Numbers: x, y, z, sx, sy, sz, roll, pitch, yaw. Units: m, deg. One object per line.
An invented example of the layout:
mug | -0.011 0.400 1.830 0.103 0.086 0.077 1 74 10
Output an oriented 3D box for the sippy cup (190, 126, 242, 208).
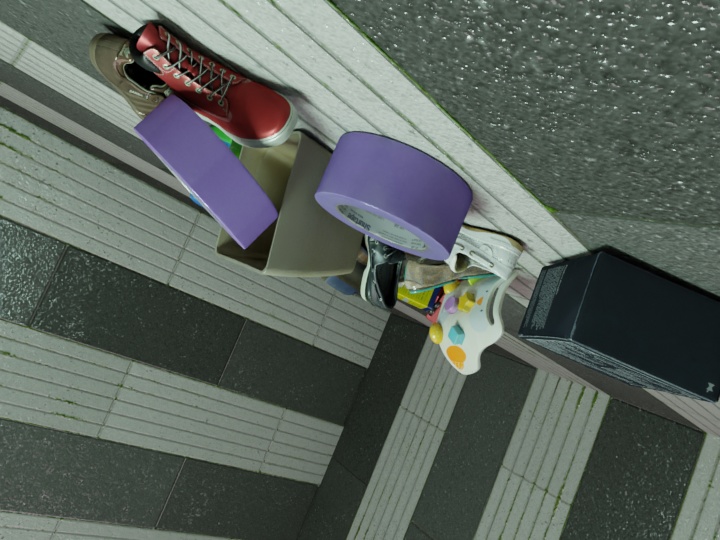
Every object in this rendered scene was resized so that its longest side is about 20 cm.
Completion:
sippy cup | -0.244 -0.170 1.016 0.137 0.133 0.178 22 174 21

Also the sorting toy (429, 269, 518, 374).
sorting toy | 0.225 0.072 1.029 0.105 0.203 0.180 26 158 -13

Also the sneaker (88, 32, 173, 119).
sneaker | -0.291 -0.252 0.789 0.074 0.072 0.200 20 173 23

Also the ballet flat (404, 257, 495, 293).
ballet flat | 0.166 -0.012 0.954 0.196 0.069 0.068 -11 -177 -19

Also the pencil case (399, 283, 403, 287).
pencil case | 0.022 -0.051 1.150 0.197 0.091 0.078 30 -177 -5

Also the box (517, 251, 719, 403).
box | 0.353 0.075 0.756 0.196 0.126 0.198 23 175 -1

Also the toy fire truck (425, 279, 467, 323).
toy fire truck | 0.210 0.056 1.272 0.048 0.141 0.201 34 135 3

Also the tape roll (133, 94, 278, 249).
tape roll | -0.195 -0.123 0.715 0.200 0.066 0.200 45 171 9

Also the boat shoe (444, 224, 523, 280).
boat shoe | 0.156 -0.033 0.877 0.198 0.071 0.070 19 174 46

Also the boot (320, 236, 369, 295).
boot | 0.000 0.000 1.030 0.075 0.096 0.199 59 -167 29

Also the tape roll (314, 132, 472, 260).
tape roll | 0.043 -0.094 0.740 0.196 0.087 0.200 24 174 2

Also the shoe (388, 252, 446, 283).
shoe | 0.134 0.001 1.016 0.195 0.054 0.070 3 148 -21

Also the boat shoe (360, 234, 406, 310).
boat shoe | 0.046 -0.022 0.913 0.073 0.203 0.066 -13 -143 -39

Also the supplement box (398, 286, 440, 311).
supplement box | 0.087 0.000 1.251 0.197 0.111 0.110 25 174 1

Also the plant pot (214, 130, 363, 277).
plant pot | -0.096 -0.089 0.889 0.175 0.205 0.198 16 180 -37

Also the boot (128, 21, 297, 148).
boot | -0.175 -0.217 0.640 0.197 0.074 0.144 26 174 27
